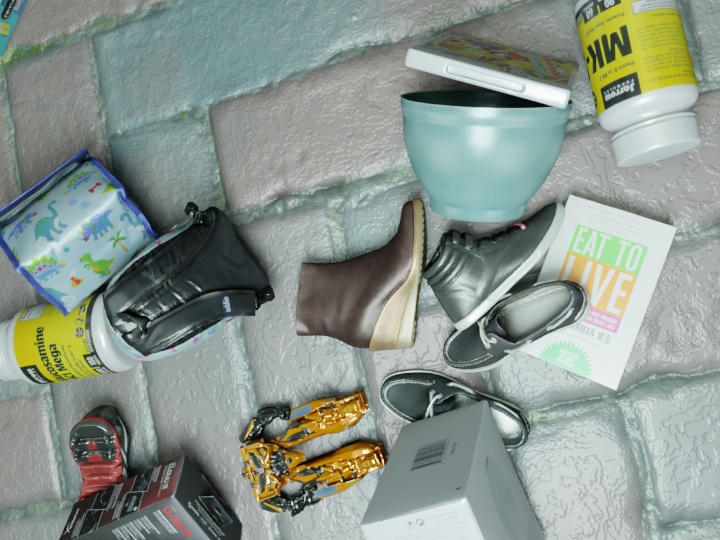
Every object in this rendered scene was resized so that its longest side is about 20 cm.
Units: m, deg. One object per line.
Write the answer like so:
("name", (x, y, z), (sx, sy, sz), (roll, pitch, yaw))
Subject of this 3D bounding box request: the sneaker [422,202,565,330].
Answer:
("sneaker", (0.158, -0.031, 0.816), (0.099, 0.071, 0.200), (44, 90, -5))

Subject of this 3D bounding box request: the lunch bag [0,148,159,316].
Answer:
("lunch bag", (-0.402, -0.070, 0.910), (0.170, 0.128, 0.199), (-40, 47, -14))

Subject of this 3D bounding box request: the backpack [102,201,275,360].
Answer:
("backpack", (-0.233, 0.033, 0.863), (0.199, 0.127, 0.168), (-36, 86, -24))

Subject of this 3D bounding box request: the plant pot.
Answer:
("plant pot", (0.144, -0.137, 0.792), (0.196, 0.201, 0.137), (5, 111, 12))

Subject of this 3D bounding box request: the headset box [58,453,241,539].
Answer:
("headset box", (-0.262, 0.343, 0.871), (0.197, 0.078, 0.150), (-24, 116, 11))

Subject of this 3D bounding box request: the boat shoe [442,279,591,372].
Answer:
("boat shoe", (0.178, 0.068, 0.805), (0.198, 0.060, 0.075), (-25, 67, 28))

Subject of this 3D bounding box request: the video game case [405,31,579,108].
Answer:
("video game case", (0.163, -0.242, 0.784), (0.179, 0.200, 0.023), (19, 119, 12))

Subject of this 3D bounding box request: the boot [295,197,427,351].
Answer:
("boot", (0.000, 0.000, 0.864), (0.163, 0.072, 0.205), (8, 92, 11))

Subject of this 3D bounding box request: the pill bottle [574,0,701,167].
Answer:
("pill bottle", (0.328, -0.234, 0.782), (0.112, 0.114, 0.204), (-12, 84, 11))

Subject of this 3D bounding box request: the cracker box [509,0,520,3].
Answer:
("cracker box", (0.272, -0.436, 0.834), (0.196, 0.058, 0.137), (-12, 84, 12))

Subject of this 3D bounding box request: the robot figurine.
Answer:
("robot figurine", (-0.072, 0.238, 0.875), (0.197, 0.058, 0.148), (-22, 82, 10))

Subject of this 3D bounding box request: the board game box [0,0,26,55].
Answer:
("board game box", (-0.584, -0.462, 1.031), (0.149, 0.047, 0.203), (28, 93, 12))

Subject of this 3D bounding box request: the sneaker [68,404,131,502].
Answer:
("sneaker", (-0.356, 0.278, 0.931), (0.069, 0.098, 0.204), (0, 111, -6))

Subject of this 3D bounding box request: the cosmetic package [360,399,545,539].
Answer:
("cosmetic package", (0.112, 0.290, 0.729), (0.121, 0.199, 0.203), (-22, 98, 22))

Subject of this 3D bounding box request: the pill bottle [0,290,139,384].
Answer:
("pill bottle", (-0.413, 0.097, 0.931), (0.196, 0.112, 0.115), (-11, 85, 12))

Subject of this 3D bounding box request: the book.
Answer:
("book", (0.284, 0.025, 0.818), (0.132, 0.048, 0.204), (20, 92, 19))

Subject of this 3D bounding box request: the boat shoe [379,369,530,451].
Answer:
("boat shoe", (0.115, 0.174, 0.836), (0.196, 0.060, 0.077), (9, 89, 13))
